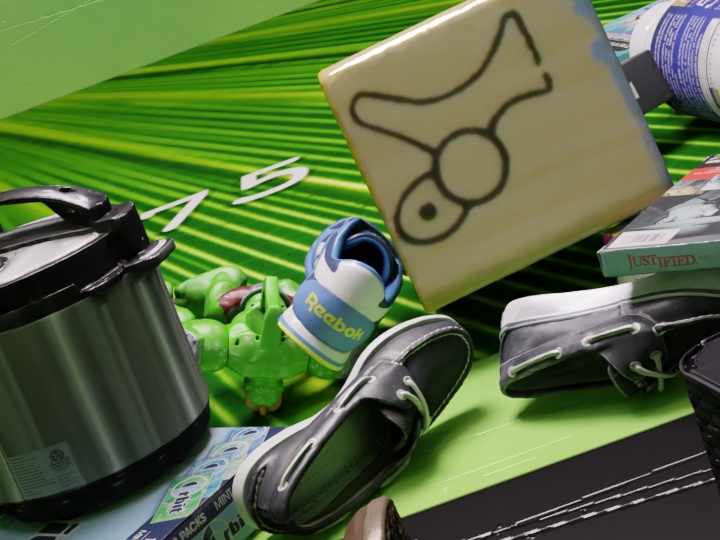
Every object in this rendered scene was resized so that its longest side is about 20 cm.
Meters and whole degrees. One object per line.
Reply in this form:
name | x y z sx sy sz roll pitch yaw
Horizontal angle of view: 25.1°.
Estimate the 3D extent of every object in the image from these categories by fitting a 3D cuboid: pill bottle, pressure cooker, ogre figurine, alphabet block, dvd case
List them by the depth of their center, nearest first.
dvd case | 0.256 -0.044 1.028 0.145 0.022 0.200 -6 16 35
pressure cooker | -0.204 0.042 1.074 0.175 0.201 0.178 -29 18 -24
alphabet block | 0.100 -0.099 1.223 0.199 0.196 0.196 -24 -1 4
ogre figurine | -0.077 0.044 1.231 0.199 0.099 0.120 22 17 -15
pill bottle | 0.327 -0.194 1.462 0.119 0.120 0.200 -25 18 -13

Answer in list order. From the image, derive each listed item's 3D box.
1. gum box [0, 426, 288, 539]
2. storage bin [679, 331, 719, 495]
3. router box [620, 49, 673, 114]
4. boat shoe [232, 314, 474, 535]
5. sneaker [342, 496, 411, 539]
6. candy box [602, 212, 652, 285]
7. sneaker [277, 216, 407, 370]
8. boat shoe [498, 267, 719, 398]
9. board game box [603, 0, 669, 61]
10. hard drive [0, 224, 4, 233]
gum box | -0.161 0.165 1.068 0.199 0.045 0.170 -7 22 40
storage bin | 0.260 0.078 0.770 0.135 0.094 0.200 -25 19 -12
router box | 0.162 -0.118 1.468 0.199 0.052 0.157 -31 4 -30
boat shoe | 0.010 0.101 1.029 0.200 0.076 0.060 -43 25 -24
sneaker | -0.012 0.179 0.813 0.075 0.071 0.200 -18 17 10
candy box | 0.288 -0.032 1.119 0.199 0.061 0.136 -27 19 -17
sneaker | 0.000 0.000 1.190 0.082 0.074 0.200 -54 8 22
boat shoe | 0.174 0.046 1.012 0.199 0.072 0.068 -9 57 31
board game box | 0.322 -0.251 1.759 0.199 0.047 0.151 -25 18 -15
hard drive | -0.301 0.074 1.239 0.139 0.201 0.038 -14 20 16
